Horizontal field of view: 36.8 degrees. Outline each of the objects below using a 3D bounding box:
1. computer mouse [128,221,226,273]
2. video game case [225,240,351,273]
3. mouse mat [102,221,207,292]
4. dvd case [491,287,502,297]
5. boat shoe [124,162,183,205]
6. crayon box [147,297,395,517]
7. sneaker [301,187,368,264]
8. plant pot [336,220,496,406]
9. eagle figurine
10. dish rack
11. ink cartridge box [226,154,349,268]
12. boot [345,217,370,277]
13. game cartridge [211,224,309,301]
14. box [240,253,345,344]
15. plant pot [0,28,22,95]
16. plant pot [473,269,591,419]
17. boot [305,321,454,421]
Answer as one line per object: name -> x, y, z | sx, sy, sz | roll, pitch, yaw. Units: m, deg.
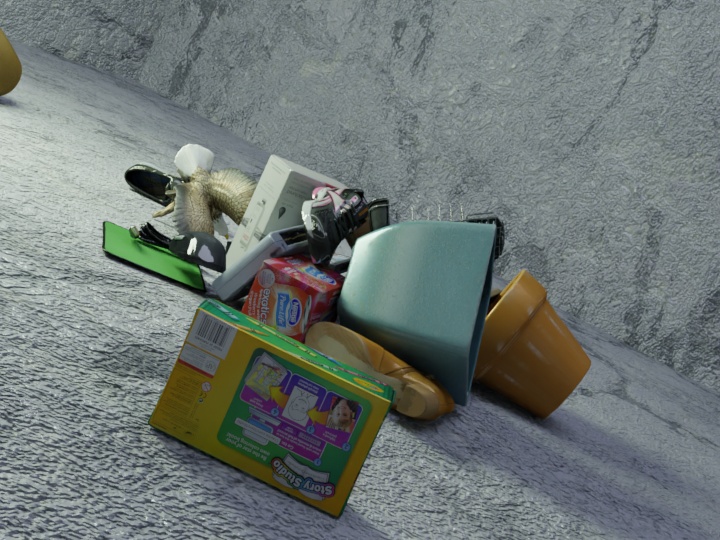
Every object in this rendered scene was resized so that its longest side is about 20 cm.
computer mouse -> -0.263, -0.045, 1.568 | 0.138, 0.047, 0.200 | 22, -2, -17
video game case -> -0.120, -0.026, 1.920 | 0.196, 0.026, 0.181 | 12, 6, 10
mouse mat -> -0.304, -0.022, 1.589 | 0.159, 0.008, 0.200 | 24, 9, -18
dvd case -> 0.172, 0.091, 1.824 | 0.016, 0.149, 0.200 | 44, 12, 9
boat shoe -> -0.350, -0.146, 2.019 | 0.197, 0.070, 0.057 | 21, 16, 10
crayon box -> -0.080, 0.125, 0.993 | 0.197, 0.120, 0.058 | 26, 9, 0
sneaker -> -0.033, -0.081, 1.585 | 0.085, 0.082, 0.201 | -10, 27, 11
plant pot -> 0.075, 0.049, 1.522 | 0.196, 0.199, 0.197 | 10, -27, 10
eagle figurine -> -0.246, -0.106, 1.806 | 0.150, 0.153, 0.200 | 28, 3, -31
dish rack -> 0.113, -0.050, 1.593 | 0.196, 0.055, 0.154 | -5, -28, 3
ink cartridge box -> -0.111, -0.060, 1.728 | 0.145, 0.203, 0.083 | 18, 13, -36
boot -> 0.000, 0.000, 1.746 | 0.154, 0.073, 0.201 | -15, -61, 48
game cartridge -> -0.139, -0.010, 1.573 | 0.041, 0.133, 0.200 | 49, 15, 5
box -> -0.088, 0.045, 1.504 | 0.094, 0.101, 0.200 | 27, 8, 9
plant pot -> -0.784, -0.441, 2.195 | 0.185, 0.188, 0.200 | 29, -4, 26
plant pot -> 0.271, 0.135, 1.774 | 0.183, 0.201, 0.200 | 41, 10, 4
boot -> 0.027, 0.138, 1.437 | 0.199, 0.072, 0.144 | 32, 4, 18
